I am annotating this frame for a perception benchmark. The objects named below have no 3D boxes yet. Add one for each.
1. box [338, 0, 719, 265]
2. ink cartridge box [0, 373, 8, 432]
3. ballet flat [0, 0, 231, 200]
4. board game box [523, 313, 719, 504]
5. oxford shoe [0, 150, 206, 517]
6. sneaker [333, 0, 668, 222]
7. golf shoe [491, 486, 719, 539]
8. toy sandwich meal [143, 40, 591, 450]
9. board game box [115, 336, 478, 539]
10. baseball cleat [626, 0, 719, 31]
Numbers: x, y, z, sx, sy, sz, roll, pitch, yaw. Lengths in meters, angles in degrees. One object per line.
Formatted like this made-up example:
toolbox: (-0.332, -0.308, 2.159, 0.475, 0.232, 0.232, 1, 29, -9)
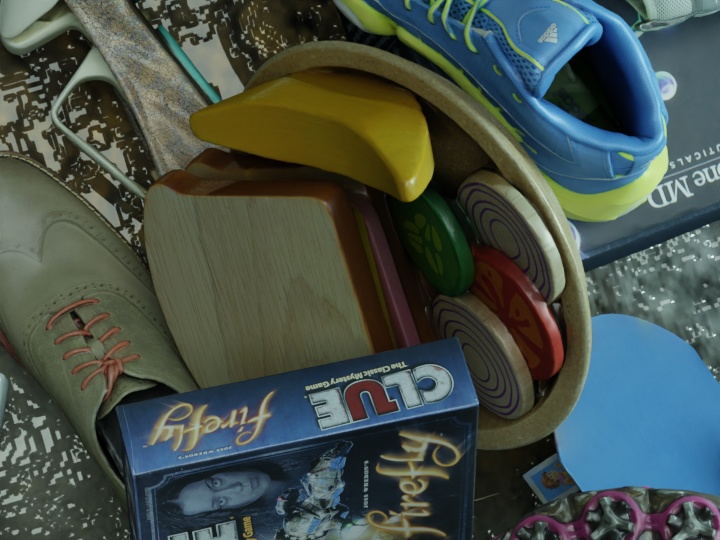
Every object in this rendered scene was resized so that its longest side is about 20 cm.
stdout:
box: (0.080, -0.102, 1.269, 0.148, 0.107, 0.201, -21, 87, -10)
ink cartridge box: (-0.230, 0.127, 1.219, 0.146, 0.083, 0.201, 9, 81, -7)
ballet flat: (-0.112, -0.097, 1.272, 0.067, 0.068, 0.201, -33, 87, -2)
board game box: (0.135, 0.114, 1.260, 0.039, 0.158, 0.200, -35, 91, 30)
oxford shoe: (-0.104, 0.032, 1.251, 0.070, 0.075, 0.200, -36, 88, -7)
sneaker: (0.052, -0.108, 1.150, 0.200, 0.105, 0.076, 44, 77, -2)
golf shoe: (0.077, 0.130, 1.171, 0.199, 0.092, 0.073, -19, 78, 24)
toy sandwich meal: (0.000, 0.000, 1.185, 0.070, 0.205, 0.206, -38, 89, -35)
board game box: (-0.023, 0.112, 1.196, 0.135, 0.201, 0.035, -12, 52, -8)
baseball cleat: (0.099, -0.194, 1.186, 0.106, 0.070, 0.201, -20, 85, -10)
